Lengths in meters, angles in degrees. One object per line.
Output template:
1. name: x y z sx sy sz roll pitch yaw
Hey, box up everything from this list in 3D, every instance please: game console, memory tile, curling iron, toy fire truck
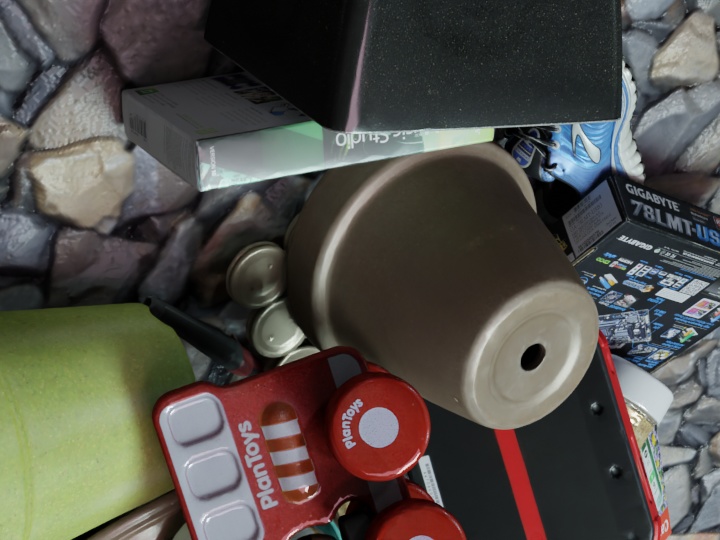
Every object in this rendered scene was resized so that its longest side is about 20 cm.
1. game console: 0.124 0.147 1.218 0.175 0.202 0.031 -17 176 11
2. memory tile: 0.000 0.000 1.175 0.199 0.017 0.154 -33 131 -14
3. curling iron: -0.088 0.055 1.179 0.199 0.026 0.050 28 103 -42
4. toy fire truck: -0.031 0.152 1.021 0.166 0.112 0.202 -18 95 -7

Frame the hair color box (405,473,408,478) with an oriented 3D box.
1. hair color box: 0.111 0.199 1.352 0.062 0.101 0.200 -57 138 -17

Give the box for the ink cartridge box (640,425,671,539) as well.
1. ink cartridge box: 0.229 0.217 1.388 0.109 0.050 0.202 -28 111 -56

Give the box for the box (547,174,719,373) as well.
1. box: 0.202 0.020 1.265 0.199 0.050 0.198 15 139 -37

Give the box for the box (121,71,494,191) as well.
1. box: -0.035 -0.098 1.005 0.198 0.144 0.037 -13 113 -22

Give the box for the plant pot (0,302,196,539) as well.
1. plant pot: -0.212 0.102 1.044 0.183 0.200 0.202 -13 131 -38

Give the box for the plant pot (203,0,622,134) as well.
1. plant pot: 0.037 -0.200 0.950 0.198 0.200 0.179 -5 114 -27

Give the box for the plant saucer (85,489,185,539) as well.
1. plant saucer: -0.161 0.203 1.173 0.199 0.030 0.200 -30 169 -7

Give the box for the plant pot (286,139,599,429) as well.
1. plant pot: 0.073 0.016 1.107 0.199 0.174 0.202 -18 126 -26

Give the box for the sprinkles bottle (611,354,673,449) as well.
1. sprinkles bottle: 0.172 0.167 1.271 0.068 0.068 0.201 38 81 -44

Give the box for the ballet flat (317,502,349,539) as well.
1. ballet flat: -0.020 0.162 1.256 0.072 0.068 0.201 -46 135 -16

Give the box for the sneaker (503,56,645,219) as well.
1. sneaker: 0.149 -0.109 1.156 0.089 0.079 0.201 -31 135 -10

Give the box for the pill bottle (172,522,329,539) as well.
1. pill bottle: -0.058 0.235 1.146 0.113 0.113 0.200 -40 147 4
